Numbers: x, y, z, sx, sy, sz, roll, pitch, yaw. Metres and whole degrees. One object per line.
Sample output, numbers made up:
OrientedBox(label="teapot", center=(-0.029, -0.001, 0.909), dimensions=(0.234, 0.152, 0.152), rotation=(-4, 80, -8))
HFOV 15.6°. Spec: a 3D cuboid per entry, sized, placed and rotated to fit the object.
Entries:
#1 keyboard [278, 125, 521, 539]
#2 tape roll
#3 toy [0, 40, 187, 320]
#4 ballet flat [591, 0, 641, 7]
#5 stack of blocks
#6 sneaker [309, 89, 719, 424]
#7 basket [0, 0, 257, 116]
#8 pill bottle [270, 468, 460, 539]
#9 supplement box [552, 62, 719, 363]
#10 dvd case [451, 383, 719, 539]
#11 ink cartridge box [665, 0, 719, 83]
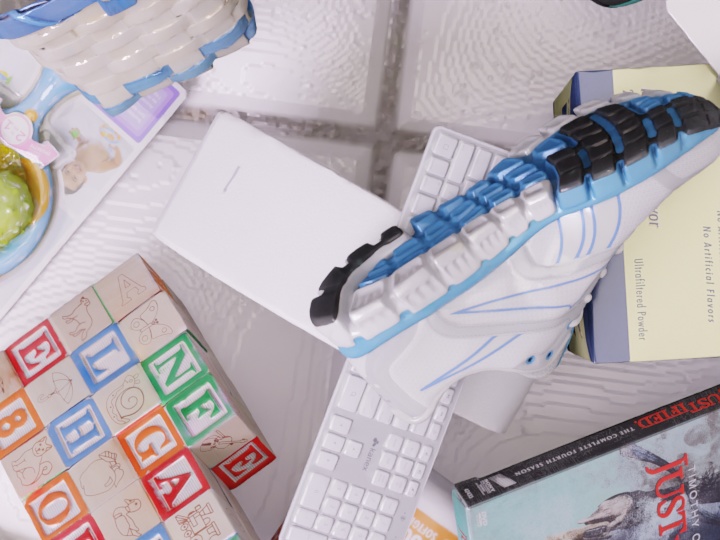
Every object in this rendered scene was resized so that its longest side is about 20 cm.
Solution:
OrientedBox(label="keyboard", center=(0.023, 0.038, 1.174), dimensions=(0.056, 0.011, 0.201), rotation=(19, 95, -22))
OrientedBox(label="tape roll", center=(0.000, 0.000, 1.272), dimensions=(0.202, 0.202, 0.071), rotation=(30, 92, 1))
OrientedBox(label="toy", center=(-0.197, -0.054, 1.352), dimensions=(0.115, 0.047, 0.200), rotation=(41, 90, 3))
OrientedBox(label="ballet flat", center=(0.138, -0.228, 1.285), dimensions=(0.068, 0.068, 0.202), rotation=(-10, 108, -27))
OrientedBox(label="stack of blocks", center=(-0.104, 0.103, 1.294), dimensions=(0.115, 0.059, 0.200), rotation=(-35, 55, 2))
OrientedBox(label="sneaker", center=(0.080, -0.004, 1.148), dimensions=(0.199, 0.075, 0.087), rotation=(-31, 113, 2))
OrientedBox(label="basket", center=(-0.139, -0.190, 1.247), dimensions=(0.139, 0.200, 0.177), rotation=(-30, 49, 12))
OrientedBox(label="pill bottle", center=(-0.015, 0.189, 1.316), dimensions=(0.112, 0.112, 0.201), rotation=(34, 91, 1))
OrientedBox(label="supplement box", center=(0.198, -0.029, 1.267), dimensions=(0.198, 0.200, 0.135), rotation=(-4, 90, 1))
OrientedBox(label="dvd case", center=(0.144, 0.133, 1.294), dimensions=(0.199, 0.022, 0.147), rotation=(-20, 125, -17))
OrientedBox(label="ink cartridge box", center=(0.236, -0.077, 1.132), dimensions=(0.115, 0.068, 0.200), rotation=(-39, 88, 0))
